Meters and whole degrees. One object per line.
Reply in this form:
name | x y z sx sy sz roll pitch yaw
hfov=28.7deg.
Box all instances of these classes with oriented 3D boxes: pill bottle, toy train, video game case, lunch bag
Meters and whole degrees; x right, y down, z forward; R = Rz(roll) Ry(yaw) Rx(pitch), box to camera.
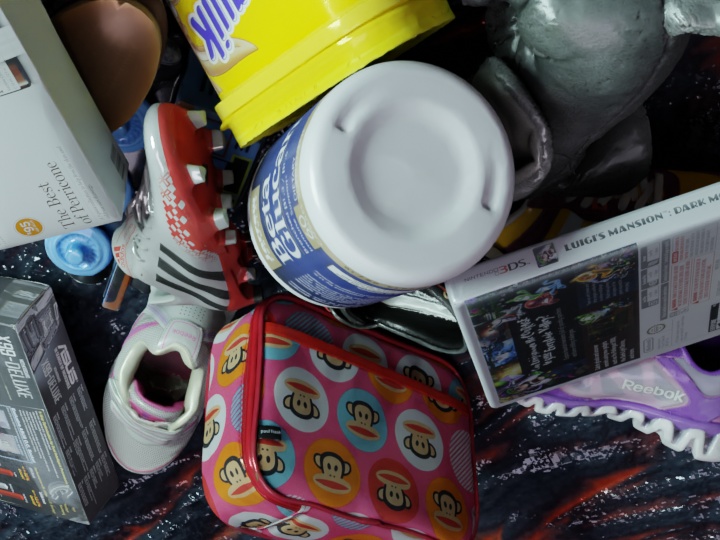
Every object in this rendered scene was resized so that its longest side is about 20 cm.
pill bottle | -0.001 -0.038 0.771 0.110 0.112 0.200 31 166 -10
toy train | -0.133 -0.059 0.920 0.113 0.087 0.201 20 127 -9
video game case | 0.148 0.017 0.815 0.180 0.024 0.200 -19 157 4
lunch bag | -0.011 0.104 0.962 0.199 0.178 0.082 24 140 -32

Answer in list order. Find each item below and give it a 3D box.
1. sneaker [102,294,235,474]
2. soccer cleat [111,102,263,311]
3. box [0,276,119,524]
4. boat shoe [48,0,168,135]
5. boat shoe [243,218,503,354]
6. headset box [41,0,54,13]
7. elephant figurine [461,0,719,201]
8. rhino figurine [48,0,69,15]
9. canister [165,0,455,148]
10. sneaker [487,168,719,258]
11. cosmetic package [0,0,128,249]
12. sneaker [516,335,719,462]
sneaker | -0.151 0.086 1.031 0.081 0.089 0.201 20 129 -2
soccer cleat | -0.111 -0.029 0.830 0.084 0.069 0.200 -6 155 5
box | -0.281 0.092 1.069 0.156 0.050 0.202 8 129 26
boat shoe | -0.171 -0.101 0.812 0.070 0.071 0.200 37 129 -16
boat shoe | -0.001 -0.002 0.913 0.200 0.063 0.074 18 141 30
headset box | -0.227 -0.228 0.756 0.175 0.092 0.200 55 130 18
elephant figurine | 0.102 -0.092 0.796 0.140 0.156 0.202 12 116 -7
rhino figurine | -0.185 -0.166 0.867 0.087 0.060 0.200 35 129 -19
canister | -0.057 -0.187 0.755 0.148 0.086 0.201 -26 95 46
sneaker | 0.148 -0.038 0.873 0.198 0.075 0.090 -13 129 21
cosmetic package | -0.195 -0.099 0.720 0.082 0.051 0.201 -12 136 11
sneaker | 0.174 0.055 0.942 0.198 0.081 0.089 16 122 -5
